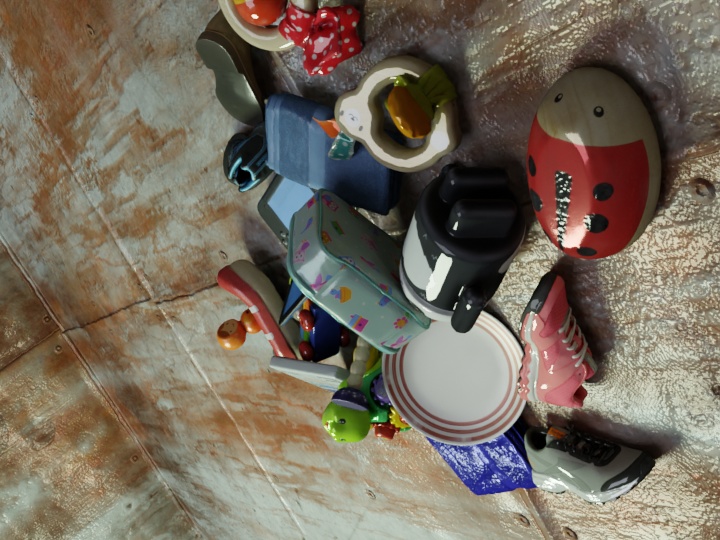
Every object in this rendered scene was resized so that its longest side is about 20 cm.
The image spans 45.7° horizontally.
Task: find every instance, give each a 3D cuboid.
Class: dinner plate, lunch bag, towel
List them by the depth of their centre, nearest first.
[{"bbox_3d":[0.000,0.000,1.051,0.199,0.162,0.077,37,115,-27],"label":"lunch bag"},{"bbox_3d":[-0.034,-0.150,1.077,0.197,0.048,0.114,25,130,26],"label":"towel"},{"bbox_3d":[0.124,0.134,1.122,0.195,0.024,0.205,6,110,15],"label":"dinner plate"},{"bbox_3d":[0.179,0.259,1.227,0.149,0.049,0.200,54,150,0],"label":"towel"}]

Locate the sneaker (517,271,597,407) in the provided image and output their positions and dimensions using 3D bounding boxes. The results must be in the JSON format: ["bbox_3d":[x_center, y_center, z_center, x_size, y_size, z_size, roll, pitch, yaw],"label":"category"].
[{"bbox_3d":[0.231,0.082,0.972,0.085,0.074,0.203,18,140,25],"label":"sneaker"}]

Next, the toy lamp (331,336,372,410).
[{"bbox_3d":[0.011,0.083,1.152,0.057,0.204,0.058,12,164,4],"label":"toy lamp"}]

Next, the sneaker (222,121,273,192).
[{"bbox_3d":[-0.171,-0.155,1.244,0.073,0.083,0.199,41,159,-13],"label":"sneaker"}]

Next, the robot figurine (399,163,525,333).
[{"bbox_3d":[0.109,-0.028,0.951,0.123,0.151,0.201,32,147,10],"label":"robot figurine"}]

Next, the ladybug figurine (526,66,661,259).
[{"bbox_3d":[0.210,-0.087,0.803,0.134,0.072,0.203,25,140,39],"label":"ladybug figurine"}]

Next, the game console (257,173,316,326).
[{"bbox_3d":[-0.099,-0.049,1.221,0.172,0.118,0.200,50,145,3],"label":"game console"}]

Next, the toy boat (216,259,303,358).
[{"bbox_3d":[-0.188,0.086,1.461,0.203,0.129,0.130,60,173,-11],"label":"toy boat"}]

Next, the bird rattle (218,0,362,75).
[{"bbox_3d":[-0.088,-0.311,0.959,0.160,0.114,0.202,0,134,35],"label":"bird rattle"}]

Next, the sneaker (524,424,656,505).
[{"bbox_3d":[0.271,0.231,1.048,0.199,0.073,0.081,-13,106,58],"label":"sneaker"}]

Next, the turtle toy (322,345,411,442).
[{"bbox_3d":[0.034,0.181,1.210,0.101,0.196,0.148,-130,31,-50],"label":"turtle toy"}]

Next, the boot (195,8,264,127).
[{"bbox_3d":[-0.160,-0.270,1.155,0.072,0.077,0.201,15,156,14],"label":"boot"}]

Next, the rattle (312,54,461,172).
[{"bbox_3d":[0.002,-0.148,0.929,0.196,0.144,0.132,0,130,30],"label":"rattle"}]

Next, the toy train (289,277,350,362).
[{"bbox_3d":[-0.073,0.037,1.341,0.116,0.083,0.203,51,150,39],"label":"toy train"}]

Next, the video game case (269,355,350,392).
[{"bbox_3d":[-0.025,0.180,1.363,0.180,0.023,0.198,27,164,-32],"label":"video game case"}]

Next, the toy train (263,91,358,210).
[{"bbox_3d":[-0.062,-0.164,1.145,0.201,0.034,0.046,50,147,6],"label":"toy train"}]
